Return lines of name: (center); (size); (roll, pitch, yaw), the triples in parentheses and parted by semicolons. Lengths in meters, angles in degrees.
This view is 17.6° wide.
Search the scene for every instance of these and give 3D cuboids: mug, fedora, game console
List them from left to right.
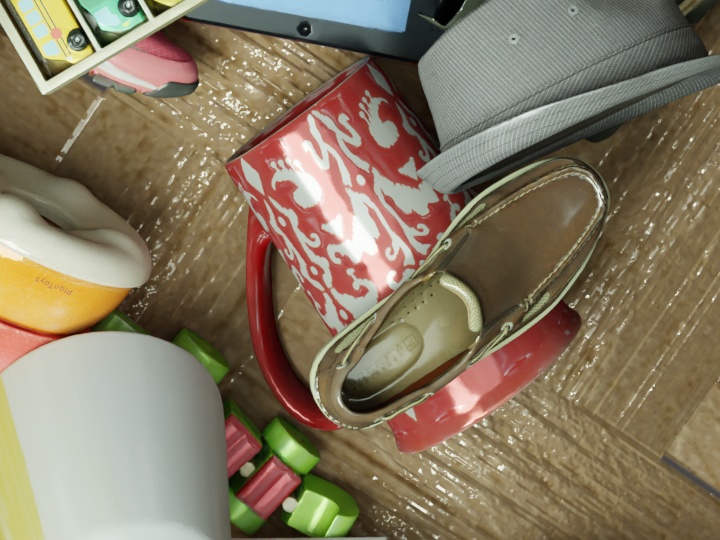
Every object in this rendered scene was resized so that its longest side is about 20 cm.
mug: (-0.146, 0.153, 1.292); (0.149, 0.154, 0.187); (22, 120, -32)
game console: (-0.018, -0.221, 1.355); (0.198, 0.031, 0.178); (10, 108, -8)
mug: (0.003, 0.000, 1.360); (0.177, 0.133, 0.201); (-35, 98, 0)
fedora: (0.112, -0.118, 1.279); (0.199, 0.177, 0.091); (-24, 87, 5)

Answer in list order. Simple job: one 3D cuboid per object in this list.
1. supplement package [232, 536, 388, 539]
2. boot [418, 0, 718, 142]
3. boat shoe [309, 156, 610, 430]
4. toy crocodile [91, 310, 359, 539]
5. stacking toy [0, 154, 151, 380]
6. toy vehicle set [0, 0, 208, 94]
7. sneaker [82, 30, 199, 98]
supplement package: (-0.039, 0.272, 1.376); (0.120, 0.120, 0.202); (0, 117, 4)
boot: (0.139, -0.190, 1.350); (0.138, 0.077, 0.201); (29, 95, -24)
boat shoe: (0.061, 0.017, 1.267); (0.202, 0.075, 0.075); (-44, 94, -2)
toy crocodile: (-0.086, 0.099, 1.401); (0.200, 0.062, 0.068); (43, 93, -11)
stacking toy: (-0.222, 0.042, 1.340); (0.145, 0.146, 0.201); (26, 101, -10)
toy vehicle set: (-0.171, -0.214, 1.286); (0.124, 0.027, 0.201); (-30, 93, 4)
sneaker: (-0.165, -0.176, 1.328); (0.199, 0.074, 0.087); (37, 104, -8)
